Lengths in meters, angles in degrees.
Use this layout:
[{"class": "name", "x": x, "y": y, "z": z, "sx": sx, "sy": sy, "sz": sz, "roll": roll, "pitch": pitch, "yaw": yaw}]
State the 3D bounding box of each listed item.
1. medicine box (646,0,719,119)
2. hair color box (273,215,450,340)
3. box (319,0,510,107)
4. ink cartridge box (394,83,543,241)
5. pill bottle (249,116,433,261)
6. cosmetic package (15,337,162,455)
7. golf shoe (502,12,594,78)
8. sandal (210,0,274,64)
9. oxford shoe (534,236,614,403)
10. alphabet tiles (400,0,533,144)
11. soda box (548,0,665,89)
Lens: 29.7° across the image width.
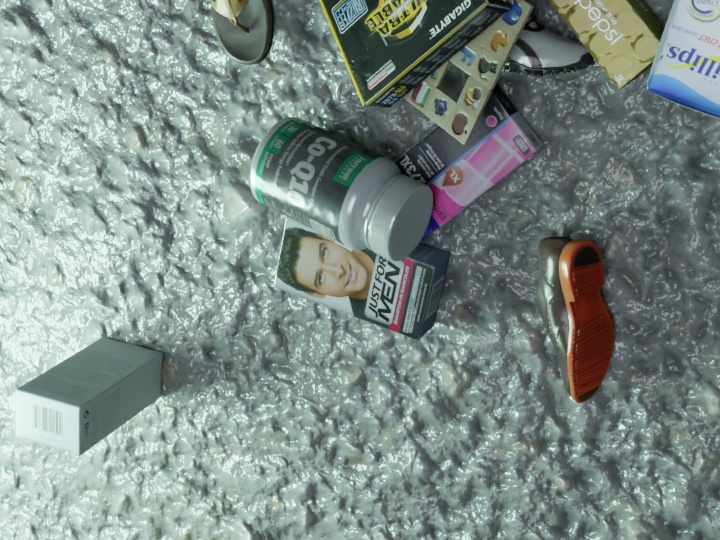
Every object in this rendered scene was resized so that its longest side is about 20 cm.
[{"class": "medicine box", "x": 0.373, "y": -0.266, "z": 1.321, "sx": 0.102, "sy": 0.182, "sz": 0.201, "roll": 22, "pitch": 115, "yaw": 17}, {"class": "hair color box", "x": 0.000, "y": 0.000, "z": 1.648, "sx": 0.199, "sy": 0.061, "sz": 0.100, "roll": 20, "pitch": 114, "yaw": 18}, {"class": "box", "x": 0.052, "y": -0.298, "z": 1.478, "sx": 0.200, "sy": 0.049, "sz": 0.161, "roll": -35, "pitch": 68, "yaw": 38}, {"class": "ink cartridge box", "x": 0.108, "y": -0.122, "z": 1.575, "sx": 0.200, "sy": 0.037, "sz": 0.095, "roll": -38, "pitch": 88, "yaw": 31}, {"class": "pill bottle", "x": -0.022, "y": -0.094, "z": 1.582, "sx": 0.199, "sy": 0.113, "sz": 0.114, "roll": 26, "pitch": 116, "yaw": 25}, {"class": "cosmetic package", "x": -0.353, "y": 0.162, "z": 1.782, "sx": 0.101, "sy": 0.200, "sz": 0.072, "roll": 13, "pitch": 112, "yaw": 21}, {"class": "golf shoe", "x": 0.162, "y": -0.269, "z": 1.478, "sx": 0.198, "sy": 0.078, "sz": 0.095, "roll": 16, "pitch": 112, "yaw": 18}, {"class": "sandal", "x": -0.148, "y": -0.344, "z": 1.607, "sx": 0.081, "sy": 0.055, "sz": 0.202, "roll": 9, "pitch": 110, "yaw": 22}, {"class": "oxford shoe", "x": 0.243, "y": 0.054, "z": 1.564, "sx": 0.072, "sy": 0.071, "sz": 0.202, "roll": 18, "pitch": 120, "yaw": 50}, {"class": "alphabet tiles", "x": 0.101, "y": -0.266, "z": 1.471, "sx": 0.167, "sy": 0.008, "sz": 0.201, "roll": 42, "pitch": 119, "yaw": 33}, {"class": "soda box", "x": 0.245, "y": -0.294, "z": 1.439, "sx": 0.068, "sy": 0.064, "sz": 0.200, "roll": -39, "pitch": 89, "yaw": 29}]
